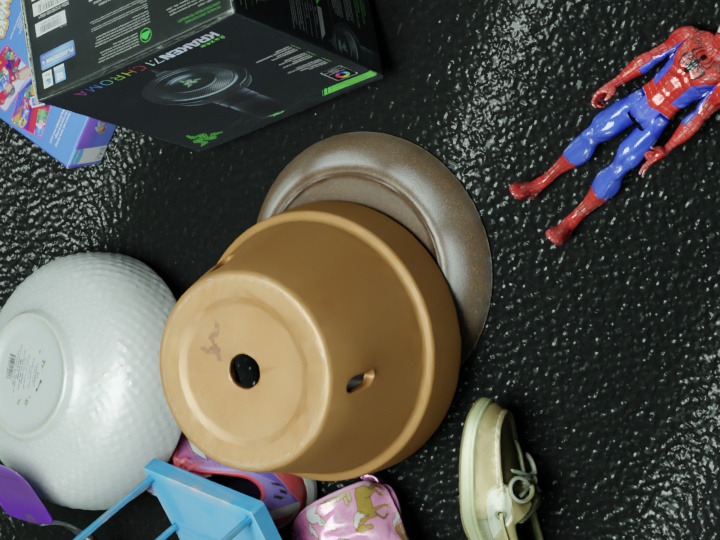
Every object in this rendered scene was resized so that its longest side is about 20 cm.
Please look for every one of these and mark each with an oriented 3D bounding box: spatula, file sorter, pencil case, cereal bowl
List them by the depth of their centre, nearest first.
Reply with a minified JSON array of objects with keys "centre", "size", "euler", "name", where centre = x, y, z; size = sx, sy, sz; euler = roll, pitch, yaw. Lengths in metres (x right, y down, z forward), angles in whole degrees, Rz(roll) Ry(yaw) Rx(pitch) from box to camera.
[{"centre":[0.022,0.247,1.409],"size":[0.201,0.086,0.083],"euler":[61,148,22],"name":"pencil case"},{"centre":[-0.114,0.263,1.419],"size":[0.138,0.123,0.201],"euler":[14,135,50],"name":"file sorter"},{"centre":[-0.225,0.083,1.506],"size":[0.199,0.083,0.202],"euler":[-5,82,40],"name":"cereal bowl"},{"centre":[-0.226,0.203,1.519],"size":[0.056,0.200,0.021],"euler":[5,61,39],"name":"spatula"}]

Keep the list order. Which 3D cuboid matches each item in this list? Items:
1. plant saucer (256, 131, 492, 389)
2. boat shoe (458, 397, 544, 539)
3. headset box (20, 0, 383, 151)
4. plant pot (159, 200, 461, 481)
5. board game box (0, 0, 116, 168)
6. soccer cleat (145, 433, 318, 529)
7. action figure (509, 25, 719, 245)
[{"centre":[0.000,0.000,1.433],"size":[0.199,0.032,0.202],"euler":[4,99,28],"name":"plant saucer"},{"centre":[0.112,0.187,1.382],"size":[0.063,0.073,0.202],"euler":[-3,100,22],"name":"boat shoe"},{"centre":[-0.105,-0.166,1.373],"size":[0.173,0.200,0.093],"euler":[-19,73,28],"name":"headset box"},{"centre":[-0.047,0.060,1.371],"size":[0.199,0.140,0.201],"euler":[5,101,27],"name":"plant pot"},{"centre":[-0.224,-0.200,1.513],"size":[0.134,0.045,0.201],"euler":[35,113,19],"name":"board game box"},{"centre":[-0.132,0.154,1.504],"size":[0.199,0.073,0.069],"euler":[14,105,26],"name":"soccer cleat"},{"centre":[0.186,-0.100,1.309],"size":[0.200,0.052,0.066],"euler":[-44,73,24],"name":"action figure"}]
